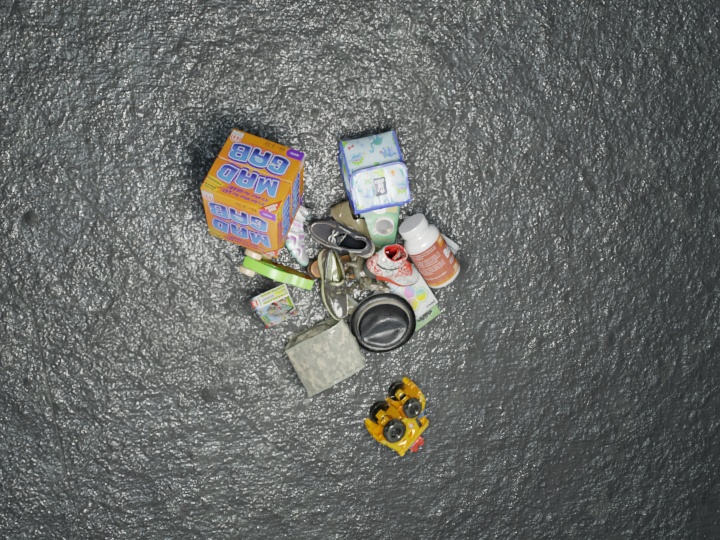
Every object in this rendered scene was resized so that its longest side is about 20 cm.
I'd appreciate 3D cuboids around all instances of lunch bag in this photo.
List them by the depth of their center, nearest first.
[{"bbox_3d":[0.038,-0.266,1.632,0.166,0.128,0.205,-13,77,-7],"label":"lunch bag"},{"bbox_3d":[-0.097,0.240,1.715,0.196,0.118,0.167,-24,105,9],"label":"lunch bag"}]

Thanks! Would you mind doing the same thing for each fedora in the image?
[{"bbox_3d":[0.066,0.163,1.683,0.195,0.092,0.206,0,103,0],"label":"fedora"}]

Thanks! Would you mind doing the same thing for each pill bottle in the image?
[{"bbox_3d":[0.194,-0.058,1.676,0.111,0.112,0.201,-37,116,-3],"label":"pill bottle"}]

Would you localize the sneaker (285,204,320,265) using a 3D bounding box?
[{"bbox_3d":[-0.164,-0.126,1.668,0.138,0.078,0.203,-31,105,-4],"label":"sneaker"}]

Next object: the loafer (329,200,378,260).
[{"bbox_3d":[-0.007,-0.114,1.662,0.067,0.076,0.201,-40,89,19],"label":"loafer"}]

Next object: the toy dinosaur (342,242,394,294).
[{"bbox_3d":[0.000,0.000,1.676,0.102,0.077,0.202,-37,91,-40],"label":"toy dinosaur"}]

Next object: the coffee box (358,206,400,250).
[{"bbox_3d":[0.049,-0.142,1.726,0.120,0.044,0.206,5,98,-10],"label":"coffee box"}]

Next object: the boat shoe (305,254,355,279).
[{"bbox_3d":[-0.063,-0.009,1.714,0.195,0.070,0.072,2,84,-23],"label":"boat shoe"}]

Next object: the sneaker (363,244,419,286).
[{"bbox_3d":[0.113,-0.014,1.641,0.198,0.108,0.069,11,54,-35],"label":"sneaker"}]

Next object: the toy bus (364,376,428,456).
[{"bbox_3d":[0.144,0.466,1.818,0.201,0.135,0.192,-48,118,-3],"label":"toy bus"}]

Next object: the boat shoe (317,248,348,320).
[{"bbox_3d":[-0.072,0.038,1.634,0.070,0.066,0.206,-13,91,-20],"label":"boat shoe"}]

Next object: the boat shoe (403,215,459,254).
[{"bbox_3d":[0.203,-0.092,1.757,0.198,0.072,0.067,31,88,-23],"label":"boat shoe"}]

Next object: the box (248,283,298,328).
[{"bbox_3d":[-0.238,0.102,1.637,0.108,0.201,0.035,-24,73,-6],"label":"box"}]

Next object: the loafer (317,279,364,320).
[{"bbox_3d":[-0.053,0.099,1.732,0.199,0.075,0.070,38,87,-15],"label":"loafer"}]

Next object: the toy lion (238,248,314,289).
[{"bbox_3d":[-0.221,0.005,1.625,0.188,0.200,0.070,24,93,5],"label":"toy lion"}]

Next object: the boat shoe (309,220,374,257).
[{"bbox_3d":[-0.055,-0.094,1.606,0.196,0.063,0.074,22,87,15],"label":"boat shoe"}]

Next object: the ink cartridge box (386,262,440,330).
[{"bbox_3d":[0.163,0.085,1.782,0.103,0.059,0.202,-35,105,-5],"label":"ink cartridge box"}]

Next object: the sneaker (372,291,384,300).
[{"bbox_3d":[0.091,0.139,1.780,0.103,0.075,0.206,-6,104,-27],"label":"sneaker"}]

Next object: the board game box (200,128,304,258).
[{"bbox_3d":[-0.269,-0.195,1.510,0.195,0.201,0.203,19,60,3],"label":"board game box"}]
